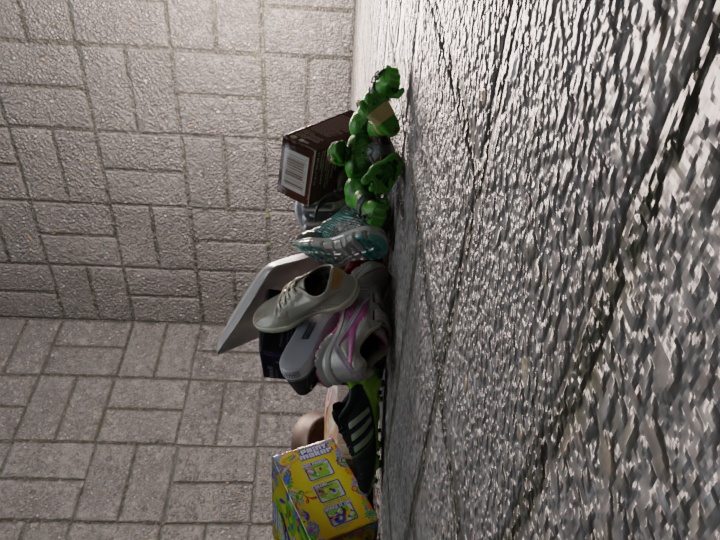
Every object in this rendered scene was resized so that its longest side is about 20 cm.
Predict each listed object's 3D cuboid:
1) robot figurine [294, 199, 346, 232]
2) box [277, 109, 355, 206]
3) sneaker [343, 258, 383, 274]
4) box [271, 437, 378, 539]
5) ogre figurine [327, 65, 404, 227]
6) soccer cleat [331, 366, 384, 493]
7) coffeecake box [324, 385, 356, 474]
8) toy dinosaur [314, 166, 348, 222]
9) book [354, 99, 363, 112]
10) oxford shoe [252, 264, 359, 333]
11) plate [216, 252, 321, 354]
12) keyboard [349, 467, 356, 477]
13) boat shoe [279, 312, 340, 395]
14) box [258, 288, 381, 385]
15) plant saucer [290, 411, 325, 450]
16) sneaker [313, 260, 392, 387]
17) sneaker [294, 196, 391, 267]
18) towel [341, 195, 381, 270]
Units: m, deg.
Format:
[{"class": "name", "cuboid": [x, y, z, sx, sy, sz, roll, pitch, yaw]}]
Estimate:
[{"class": "robot figurine", "cuboid": [-0.061, -0.131, 1.288, 0.201, 0.110, 0.174, -69, -18, -68]}, {"class": "box", "cuboid": [-0.051, -0.193, 1.152, 0.199, 0.074, 0.102, -38, -34, -49]}, {"class": "sneaker", "cuboid": [0.000, 0.000, 1.166, 0.202, 0.076, 0.118, 112, 169, -52]}, {"class": "box", "cuboid": [-0.068, 0.439, 1.160, 0.193, 0.119, 0.204, 49, 143, 48]}, {"class": "ogre figurine", "cuboid": [0.013, -0.159, 0.929, 0.119, 0.096, 0.206, 167, 90, -68]}, {"class": "soccer cleat", "cuboid": [-0.006, 0.243, 1.049, 0.068, 0.079, 0.206, -106, 16, -80]}, {"class": "coffeecake box", "cuboid": [-0.028, 0.312, 1.343, 0.155, 0.071, 0.203, 107, 167, -47]}, {"class": "toy dinosaur", "cuboid": [-0.004, -0.157, 1.085, 0.203, 0.076, 0.102, -63, 6, 11]}, {"class": "book", "cuboid": [0.012, -0.207, 1.330, 0.135, 0.047, 0.203, -97, 8, -47]}, {"class": "oxford shoe", "cuboid": [-0.089, 0.038, 0.986, 0.058, 0.197, 0.077, 40, -134, -35]}, {"class": "plate", "cuboid": [-0.150, 0.042, 1.162, 0.201, 0.032, 0.199, -54, -15, 26]}, {"class": "keyboard", "cuboid": [-0.030, 0.433, 1.252, 0.104, 0.039, 0.203, 41, 145, 26]}, {"class": "boat shoe", "cuboid": [-0.054, 0.100, 1.008, 0.202, 0.068, 0.067, -63, -37, -46]}, {"class": "box", "cuboid": [-0.064, 0.115, 1.119, 0.149, 0.194, 0.107, 98, 176, -65]}, {"class": "plant saucer", "cuboid": [-0.061, 0.386, 1.417, 0.032, 0.198, 0.204, -35, 39, 33]}, {"class": "sneaker", "cuboid": [0.011, 0.078, 0.973, 0.082, 0.086, 0.204, 52, -130, -47]}, {"class": "sneaker", "cuboid": [-0.022, -0.063, 1.059, 0.077, 0.197, 0.093, 38, -120, -38]}, {"class": "towel", "cuboid": [-0.009, -0.069, 1.224, 0.151, 0.036, 0.201, -62, -7, -17]}]
